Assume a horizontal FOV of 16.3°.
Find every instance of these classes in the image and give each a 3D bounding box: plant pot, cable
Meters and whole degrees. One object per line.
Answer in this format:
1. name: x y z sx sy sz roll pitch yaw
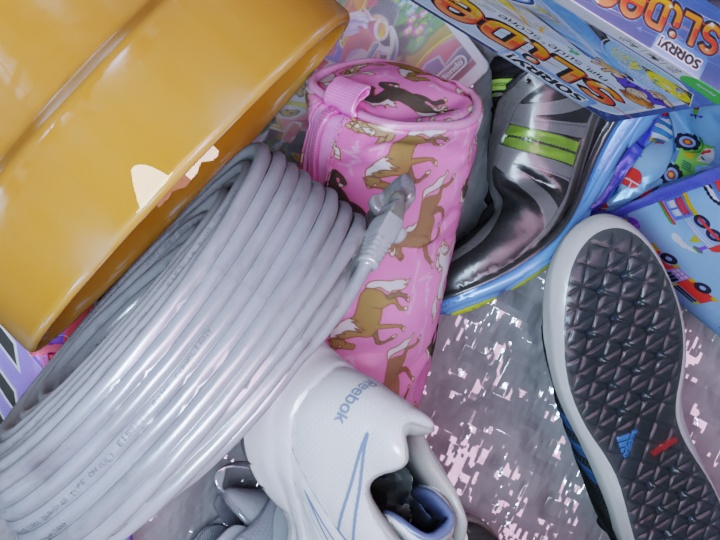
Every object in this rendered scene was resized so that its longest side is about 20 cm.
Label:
1. plant pot: -0.137 -0.100 1.076 0.183 0.200 0.200 44 80 -1
2. cable: -0.081 0.037 1.054 0.069 0.200 0.200 43 49 -9

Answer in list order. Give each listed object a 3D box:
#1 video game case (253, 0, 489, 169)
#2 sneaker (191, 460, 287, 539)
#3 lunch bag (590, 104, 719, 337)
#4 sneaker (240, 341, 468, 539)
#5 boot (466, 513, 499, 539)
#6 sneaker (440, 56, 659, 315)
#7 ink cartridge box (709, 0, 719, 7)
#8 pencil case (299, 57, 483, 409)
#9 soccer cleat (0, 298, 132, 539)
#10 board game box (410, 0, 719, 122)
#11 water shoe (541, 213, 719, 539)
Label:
1. video game case: -0.048 -0.127 1.196 0.143 0.018 0.200 -43 108 -10
2. sneaker: -0.039 0.189 1.207 0.114 0.075 0.201 14 86 -20
3. lunch bag: 0.228 -0.022 1.205 0.150 0.200 0.094 38 72 -20
4. sneaker: 0.008 0.122 1.112 0.075 0.087 0.200 -46 139 -26
5. boot: 0.092 0.204 1.187 0.072 0.200 0.182 -35 106 -13
6. sneaker: 0.086 -0.063 1.232 0.083 0.071 0.200 35 82 -7
7. ink cartridge box: 0.204 -0.156 1.231 0.200 0.116 0.068 33 86 -21
8. pencil case: 0.000 0.000 1.162 0.082 0.087 0.201 15 115 6
9. soccer cleat: -0.136 0.082 1.158 0.068 0.073 0.201 -8 99 -18
10. board game box: 0.065 -0.133 1.117 0.199 0.135 0.035 29 81 -15
11. water shoe: 0.120 0.063 1.240 0.071 0.079 0.201 -22 112 -18
